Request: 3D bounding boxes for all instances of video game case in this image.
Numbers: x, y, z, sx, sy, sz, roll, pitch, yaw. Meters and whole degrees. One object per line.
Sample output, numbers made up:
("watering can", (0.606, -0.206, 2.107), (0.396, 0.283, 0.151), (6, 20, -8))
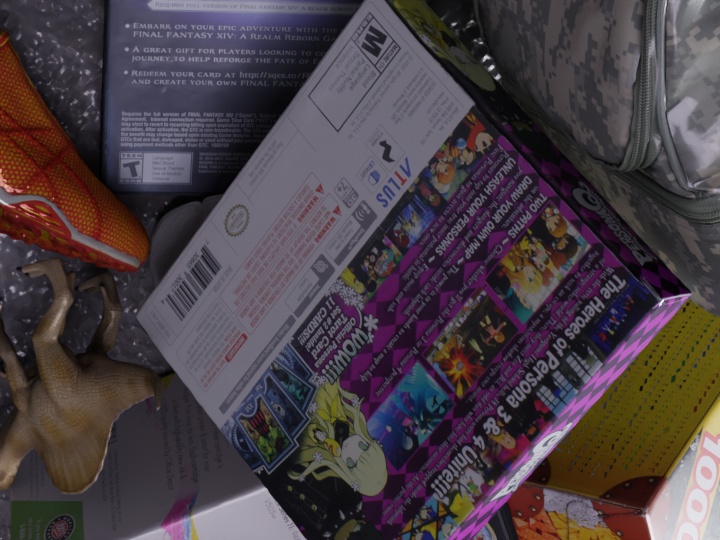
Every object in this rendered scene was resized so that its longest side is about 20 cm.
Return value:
("video game case", (0.013, 0.015, 0.845), (0.036, 0.182, 0.200), (-9, 142, -55))
("video game case", (-0.041, -0.122, 0.884), (0.141, 0.019, 0.201), (0, 123, -10))

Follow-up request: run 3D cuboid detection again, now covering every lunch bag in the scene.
("lunch bag", (0.130, -0.103, 0.818), (0.139, 0.200, 0.168), (-32, 122, -5))

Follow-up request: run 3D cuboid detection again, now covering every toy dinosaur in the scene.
("toy dinosaur", (-0.128, 0.049, 0.922), (0.058, 0.102, 0.199), (4, 160, -39))

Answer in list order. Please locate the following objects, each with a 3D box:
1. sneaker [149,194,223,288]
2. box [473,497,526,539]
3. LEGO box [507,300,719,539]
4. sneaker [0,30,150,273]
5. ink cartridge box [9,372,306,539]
("sneaker", (0.000, 0.000, 0.931), (0.198, 0.082, 0.078), (3, 100, 22))
("box", (0.100, 0.094, 0.973), (0.044, 0.160, 0.201), (9, 134, 35))
("LEGO box", (0.160, 0.095, 0.954), (0.077, 0.200, 0.150), (9, 133, 36))
("sneaker", (-0.159, -0.066, 0.866), (0.200, 0.073, 0.078), (41, 71, -33))
("ink cartridge box", (-0.065, 0.100, 0.967), (0.198, 0.117, 0.068), (-21, 123, 5))
